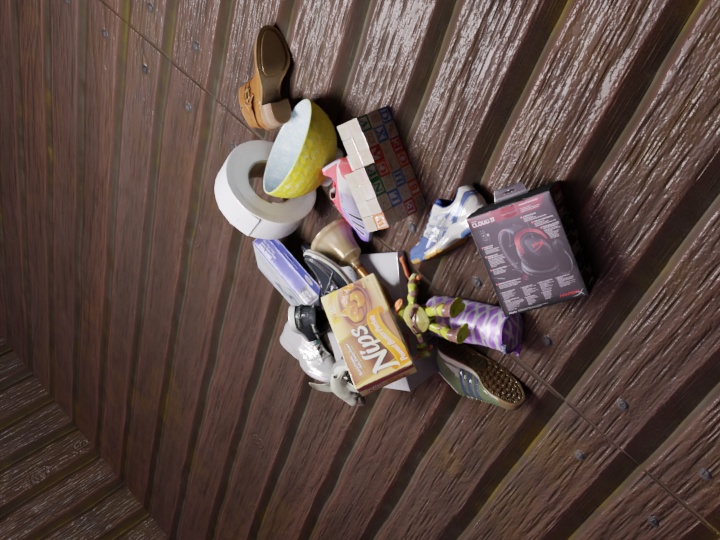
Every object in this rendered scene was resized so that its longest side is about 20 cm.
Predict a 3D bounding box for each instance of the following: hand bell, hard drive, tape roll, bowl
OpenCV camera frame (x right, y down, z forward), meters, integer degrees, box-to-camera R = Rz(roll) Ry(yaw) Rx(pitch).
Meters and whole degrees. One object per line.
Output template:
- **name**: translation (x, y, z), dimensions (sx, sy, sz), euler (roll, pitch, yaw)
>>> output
- **hand bell**: translation (0.000, 0.000, 1.602), dimensions (0.200, 0.104, 0.104), euler (51, 140, 19)
- **hard drive**: translation (0.019, 0.031, 1.654), dimensions (0.200, 0.025, 0.132), euler (-2, 95, 47)
- **tape roll**: translation (-0.195, -0.165, 1.644), dimensions (0.203, 0.202, 0.071), euler (54, 140, 6)
- **bowl**: translation (-0.099, -0.220, 1.564), dimensions (0.107, 0.201, 0.200), euler (23, 147, -23)

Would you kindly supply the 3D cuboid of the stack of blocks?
- **stack of blocks**: translation (0.031, -0.185, 1.463), dimensions (0.058, 0.115, 0.201), euler (-11, 104, 49)

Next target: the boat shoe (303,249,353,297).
- **boat shoe**: translation (-0.049, 0.042, 1.602), dimensions (0.200, 0.062, 0.075), euler (51, 160, -12)

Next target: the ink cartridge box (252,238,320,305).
- **ink cartridge box**: translation (-0.165, 0.014, 1.790), dimensions (0.200, 0.041, 0.200), euler (47, 163, 15)

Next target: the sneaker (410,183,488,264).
- **sneaker**: translation (0.154, -0.083, 1.442), dimensions (0.200, 0.075, 0.088), euler (-36, 78, 42)

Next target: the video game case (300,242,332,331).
- **video game case**: translation (-0.082, 0.047, 1.748), dimensions (0.143, 0.019, 0.201), euler (-140, 33, -71)

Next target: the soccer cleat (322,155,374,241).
- **soccer cleat**: translation (-0.020, -0.133, 1.549), dimensions (0.068, 0.073, 0.200), euler (-111, 5, -47)

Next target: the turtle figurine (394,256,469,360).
- **turtle figurine**: translation (0.117, 0.076, 1.461), dimensions (0.161, 0.064, 0.201), euler (3, 101, 47)

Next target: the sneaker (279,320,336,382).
- **sneaker**: translation (-0.111, 0.182, 1.881), dimensions (0.200, 0.075, 0.089), euler (37, 124, 27)

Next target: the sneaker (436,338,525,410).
- **sneaker**: translation (0.227, 0.216, 1.551), dimensions (0.200, 0.067, 0.090), euler (36, 143, 26)

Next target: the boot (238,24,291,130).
- **boot**: translation (-0.205, -0.385, 1.626), dimensions (0.155, 0.073, 0.201), euler (10, 106, 59)

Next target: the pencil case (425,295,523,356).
- **pencil case**: translation (0.209, 0.101, 1.484), dimensions (0.200, 0.084, 0.086), euler (14, 143, 43)

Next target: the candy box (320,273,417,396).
- **candy box**: translation (0.014, 0.119, 1.502), dimensions (0.055, 0.115, 0.200), euler (55, -169, -63)

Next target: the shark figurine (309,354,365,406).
- **shark figurine**: translation (-0.023, 0.189, 1.597), dimensions (0.128, 0.090, 0.215), euler (18, 144, -3)

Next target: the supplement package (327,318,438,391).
- **supplement package**: translation (0.052, 0.160, 1.650), dimensions (0.200, 0.120, 0.122), euler (0, 113, 47)

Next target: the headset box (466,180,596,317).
- **headset box**: translation (0.274, -0.043, 1.296), dimensions (0.148, 0.075, 0.200), euler (-19, 100, 30)

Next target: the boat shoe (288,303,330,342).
- **boat shoe**: translation (-0.094, 0.111, 1.685), dimensions (0.060, 0.200, 0.076), euler (-4, 83, 13)
